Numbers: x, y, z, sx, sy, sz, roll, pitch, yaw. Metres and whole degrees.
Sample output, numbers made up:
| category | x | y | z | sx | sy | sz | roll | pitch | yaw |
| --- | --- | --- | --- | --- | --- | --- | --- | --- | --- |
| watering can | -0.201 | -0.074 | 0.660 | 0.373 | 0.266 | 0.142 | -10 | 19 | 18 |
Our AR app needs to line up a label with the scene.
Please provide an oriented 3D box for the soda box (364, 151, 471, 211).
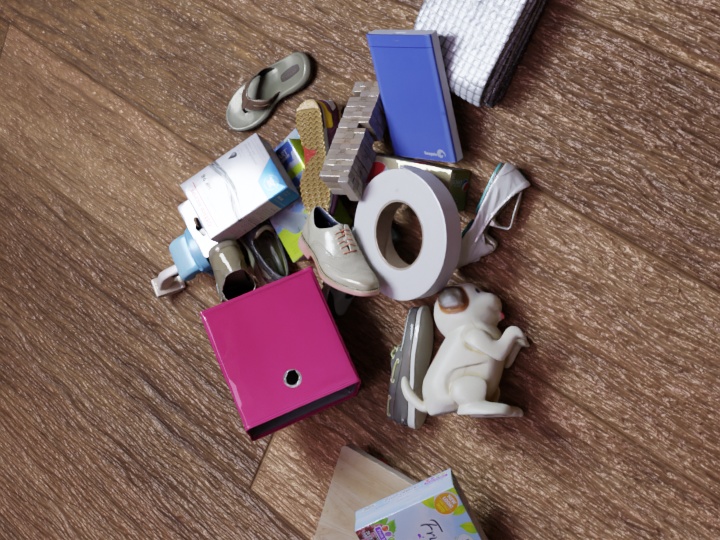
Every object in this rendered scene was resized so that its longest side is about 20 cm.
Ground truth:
| category | x | y | z | sx | sy | sz | roll | pitch | yaw |
| --- | --- | --- | --- | --- | --- | --- | --- | --- | --- |
| soda box | 0.071 | -0.143 | 1.617 | 0.199 | 0.064 | 0.068 | 15 | 102 | 33 |

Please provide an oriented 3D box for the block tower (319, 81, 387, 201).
| category | x | y | z | sx | sy | sz | roll | pitch | yaw |
| --- | --- | --- | --- | --- | --- | --- | --- | --- | --- |
| block tower | -0.003 | -0.209 | 1.605 | 0.058 | 0.054 | 0.201 | 4 | 63 | 29 |

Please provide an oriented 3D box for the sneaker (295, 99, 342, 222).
| category | x | y | z | sx | sy | sz | roll | pitch | yaw |
| --- | --- | --- | --- | --- | --- | --- | --- | --- | --- |
| sneaker | -0.049 | -0.180 | 1.677 | 0.075 | 0.090 | 0.201 | -1 | 94 | 42 |

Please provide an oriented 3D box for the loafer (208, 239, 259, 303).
| category | x | y | z | sx | sy | sz | roll | pitch | yaw |
| --- | --- | --- | --- | --- | --- | --- | --- | --- | --- |
| loafer | -0.213 | 0.033 | 1.758 | 0.076 | 0.200 | 0.068 | -22 | 50 | -2 |

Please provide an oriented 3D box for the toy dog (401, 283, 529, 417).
| category | x | y | z | sx | sy | sz | roll | pitch | yaw |
| --- | --- | --- | --- | --- | --- | --- | --- | --- | --- |
| toy dog | 0.163 | 0.120 | 1.541 | 0.193 | 0.139 | 0.201 | -4 | 79 | 27 |

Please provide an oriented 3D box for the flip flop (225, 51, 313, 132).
| category | x | y | z | sx | sy | sz | roll | pitch | yaw |
| --- | --- | --- | --- | --- | --- | --- | --- | --- | --- |
| flip flop | -0.166 | -0.312 | 1.767 | 0.200 | 0.057 | 0.081 | -28 | 78 | 32 |

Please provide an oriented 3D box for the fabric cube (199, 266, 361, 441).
| category | x | y | z | sx | sy | sz | roll | pitch | yaw |
| --- | --- | --- | --- | --- | --- | --- | --- | --- | --- |
| fabric cube | -0.128 | 0.139 | 1.652 | 0.196 | 0.200 | 0.200 | -22 | 78 | -8 |

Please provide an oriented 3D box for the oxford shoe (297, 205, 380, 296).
| category | x | y | z | sx | sy | sz | roll | pitch | yaw |
| --- | --- | --- | --- | --- | --- | --- | --- | --- | --- |
| oxford shoe | -0.034 | -0.029 | 1.585 | 0.200 | 0.071 | 0.074 | 41 | 129 | 40 |

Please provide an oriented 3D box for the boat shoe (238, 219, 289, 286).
| category | x | y | z | sx | sy | sz | roll | pitch | yaw |
| --- | --- | --- | --- | --- | --- | --- | --- | --- | --- |
| boat shoe | -0.175 | -0.064 | 1.778 | 0.066 | 0.072 | 0.201 | -33 | 81 | 54 |

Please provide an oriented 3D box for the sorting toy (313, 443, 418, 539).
| category | x | y | z | sx | sy | sz | roll | pitch | yaw |
| --- | --- | --- | --- | --- | --- | --- | --- | --- | --- |
| sorting toy | 0.040 | 0.412 | 1.680 | 0.200 | 0.070 | 0.199 | 26 | 107 | 30 |

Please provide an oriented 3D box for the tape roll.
| category | x | y | z | sx | sy | sz | roll | pitch | yaw |
| --- | --- | --- | --- | --- | --- | --- | --- | --- | --- |
| tape roll | 0.069 | -0.056 | 1.548 | 0.202 | 0.037 | 0.204 | 8 | 101 | 47 |

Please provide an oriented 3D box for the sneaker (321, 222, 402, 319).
| category | x | y | z | sx | sy | sz | roll | pitch | yaw |
| --- | --- | --- | --- | --- | --- | --- | --- | --- | --- |
| sneaker | 0.000 | 0.000 | 1.673 | 0.079 | 0.074 | 0.201 | 36 | 113 | 21 |

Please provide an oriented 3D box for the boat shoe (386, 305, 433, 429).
| category | x | y | z | sx | sy | sz | roll | pitch | yaw |
| --- | --- | --- | --- | --- | --- | --- | --- | --- | --- |
| boat shoe | 0.076 | 0.152 | 1.633 | 0.060 | 0.072 | 0.203 | 10 | 103 | 28 |

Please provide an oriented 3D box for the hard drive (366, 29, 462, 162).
| category | x | y | z | sx | sy | sz | roll | pitch | yaw |
| --- | --- | --- | --- | --- | --- | --- | --- | --- | --- |
| hard drive | 0.082 | -0.266 | 1.557 | 0.132 | 0.025 | 0.201 | 14 | 128 | 45 |

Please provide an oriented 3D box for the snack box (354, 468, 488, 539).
| category | x | y | z | sx | sy | sz | roll | pitch | yaw |
| --- | --- | --- | --- | --- | --- | --- | --- | --- | --- |
| snack box | 0.108 | 0.429 | 1.561 | 0.168 | 0.068 | 0.200 | -25 | 105 | 7 |

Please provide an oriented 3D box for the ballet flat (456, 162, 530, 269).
| category | x | y | z | sx | sy | sz | roll | pitch | yaw |
| --- | --- | --- | --- | --- | --- | --- | --- | --- | --- |
| ballet flat | 0.192 | -0.067 | 1.547 | 0.069 | 0.069 | 0.200 | 40 | 113 | 25 |

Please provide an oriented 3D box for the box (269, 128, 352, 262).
| category | x | y | z | sx | sy | sz | roll | pitch | yaw |
| --- | --- | --- | --- | --- | --- | --- | --- | --- | --- |
| box | -0.111 | -0.130 | 1.752 | 0.122 | 0.048 | 0.200 | -39 | 73 | 30 |

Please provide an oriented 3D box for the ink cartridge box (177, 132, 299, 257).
| category | x | y | z | sx | sy | sz | roll | pitch | yaw |
| --- | --- | --- | --- | --- | --- | --- | --- | --- | --- |
| ink cartridge box | -0.218 | -0.123 | 1.714 | 0.200 | 0.067 | 0.116 | -34 | 74 | 8 |

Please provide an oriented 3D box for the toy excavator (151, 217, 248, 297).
| category | x | y | z | sx | sy | sz | roll | pitch | yaw |
| --- | --- | --- | --- | --- | --- | --- | --- | --- | --- |
| toy excavator | -0.310 | -0.017 | 1.854 | 0.199 | 0.194 | 0.100 | -23 | 80 | 5 |

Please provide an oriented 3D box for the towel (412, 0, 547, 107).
| category | x | y | z | sx | sy | sz | roll | pitch | yaw |
| --- | --- | --- | --- | --- | --- | --- | --- | --- | --- |
| towel | 0.172 | -0.365 | 1.521 | 0.165 | 0.085 | 0.200 | 37 | 115 | 28 |
